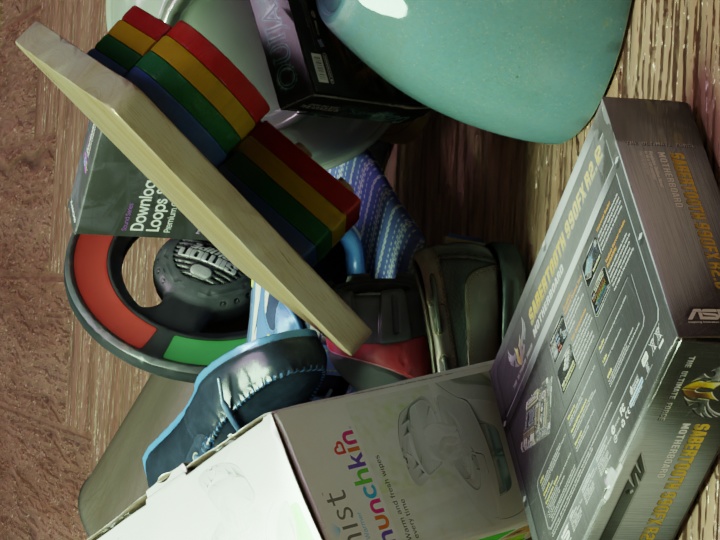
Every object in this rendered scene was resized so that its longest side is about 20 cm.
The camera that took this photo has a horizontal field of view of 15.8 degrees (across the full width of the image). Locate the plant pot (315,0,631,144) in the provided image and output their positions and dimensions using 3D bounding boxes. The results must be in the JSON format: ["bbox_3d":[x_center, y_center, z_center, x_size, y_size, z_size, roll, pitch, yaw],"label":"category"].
[{"bbox_3d":[0.050,-0.173,1.388,0.200,0.134,0.201,-177,90,-73],"label":"plant pot"}]

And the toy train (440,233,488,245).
[{"bbox_3d":[0.042,0.043,1.558,0.200,0.034,0.046,111,167,-48],"label":"toy train"}]

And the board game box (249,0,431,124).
[{"bbox_3d":[-0.026,-0.183,1.458,0.028,0.135,0.200,-21,78,29],"label":"board game box"}]

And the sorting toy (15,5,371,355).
[{"bbox_3d":[-0.078,-0.066,1.445,0.070,0.200,0.199,-46,27,-5],"label":"sorting toy"}]

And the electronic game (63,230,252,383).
[{"bbox_3d":[-0.101,0.001,1.758,0.042,0.199,0.200,98,165,-45],"label":"electronic game"}]

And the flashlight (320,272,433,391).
[{"bbox_3d":[0.014,0.104,1.503,0.068,0.068,0.201,6,103,37],"label":"flashlight"}]

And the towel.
[{"bbox_3d":[0.000,0.000,1.620,0.200,0.024,0.145,-119,37,-59],"label":"towel"}]

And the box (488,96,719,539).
[{"bbox_3d":[0.124,0.043,1.243,0.159,0.048,0.200,-102,22,-43],"label":"box"}]

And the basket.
[{"bbox_3d":[-0.096,0.120,1.826,0.180,0.136,0.200,35,124,20],"label":"basket"}]

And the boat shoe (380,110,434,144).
[{"bbox_3d":[0.030,-0.173,1.596,0.069,0.071,0.200,-55,-25,-48],"label":"boat shoe"}]

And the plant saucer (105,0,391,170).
[{"bbox_3d":[-0.065,-0.139,1.565,0.050,0.200,0.201,-64,-11,-59],"label":"plant saucer"}]

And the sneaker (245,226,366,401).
[{"bbox_3d":[-0.033,0.057,1.555,0.082,0.074,0.201,156,116,-67],"label":"sneaker"}]

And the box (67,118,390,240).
[{"bbox_3d":[-0.083,-0.078,1.708,0.143,0.199,0.036,109,157,-43],"label":"box"}]

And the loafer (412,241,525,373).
[{"bbox_3d":[0.052,0.083,1.457,0.072,0.063,0.201,-174,88,-74],"label":"loafer"}]

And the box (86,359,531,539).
[{"bbox_3d":[-0.023,0.136,1.373,0.200,0.176,0.097,-36,72,43],"label":"box"}]

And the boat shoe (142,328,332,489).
[{"bbox_3d":[-0.062,0.100,1.488,0.200,0.084,0.069,124,135,-56],"label":"boat shoe"}]
